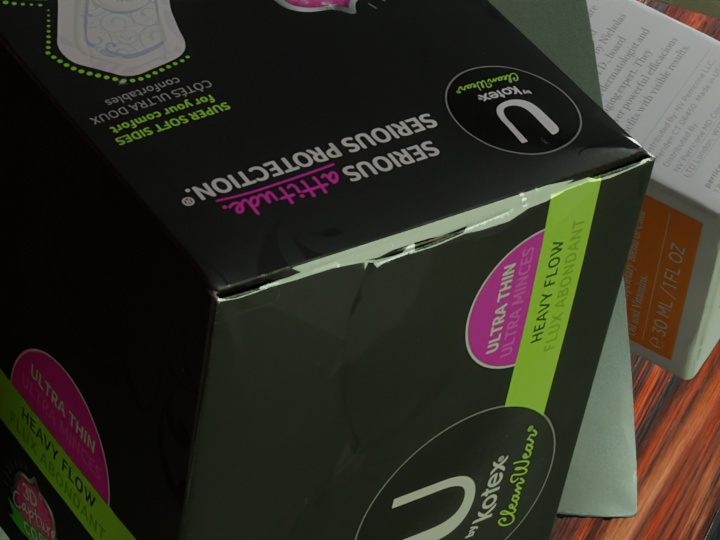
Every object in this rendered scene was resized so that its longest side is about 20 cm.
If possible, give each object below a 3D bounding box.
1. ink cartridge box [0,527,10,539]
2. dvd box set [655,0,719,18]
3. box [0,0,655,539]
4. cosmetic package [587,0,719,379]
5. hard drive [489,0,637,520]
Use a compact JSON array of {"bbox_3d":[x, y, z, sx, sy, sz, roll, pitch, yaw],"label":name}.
[{"bbox_3d":[-0.137,0.065,0.835,0.200,0.050,0.109,-114,-136,-66],"label":"ink cartridge box"},{"bbox_3d":[0.064,-0.144,0.865,0.029,0.199,0.147,-62,157,-25],"label":"dvd box set"},{"bbox_3d":[-0.044,-0.015,0.709,0.124,0.200,0.149,-18,137,-29],"label":"box"},{"bbox_3d":[0.054,-0.056,1.005,0.071,0.199,0.102,-52,160,-30],"label":"cosmetic package"},{"bbox_3d":[0.026,-0.018,0.897,0.042,0.135,0.201,-7,91,-35],"label":"hard drive"}]
